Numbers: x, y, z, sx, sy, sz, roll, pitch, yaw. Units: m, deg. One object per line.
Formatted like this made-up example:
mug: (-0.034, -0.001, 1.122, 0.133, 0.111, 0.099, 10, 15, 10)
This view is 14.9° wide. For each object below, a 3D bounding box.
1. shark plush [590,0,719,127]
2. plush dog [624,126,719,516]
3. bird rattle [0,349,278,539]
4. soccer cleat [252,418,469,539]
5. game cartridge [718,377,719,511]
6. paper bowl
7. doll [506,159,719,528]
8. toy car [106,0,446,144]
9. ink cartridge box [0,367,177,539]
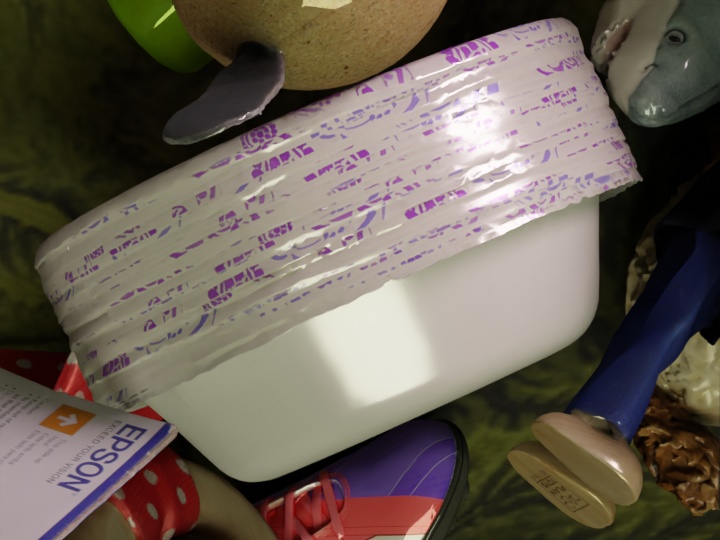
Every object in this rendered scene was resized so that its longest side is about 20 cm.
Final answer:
shark plush: (0.168, -0.096, 0.968, 0.199, 0.083, 0.091, -9, 123, -22)
plush dog: (0.186, 0.016, 1.056, 0.171, 0.160, 0.201, 16, 95, -8)
bird rattle: (-0.081, 0.123, 1.022, 0.112, 0.201, 0.163, -29, 139, 26)
soccer cleat: (-0.040, 0.122, 1.111, 0.073, 0.068, 0.200, 36, 115, -29)
game cartridge: (0.201, 0.019, 0.923, 0.199, 0.041, 0.134, -11, 105, -31)
paper bowl: (0.000, 0.000, 0.925, 0.200, 0.201, 0.105, -24, 87, 6)
doll: (0.125, -0.005, 0.950, 0.048, 0.200, 0.136, 37, 162, 3)
toy car: (-0.028, -0.116, 0.827, 0.164, 0.200, 0.158, -37, 121, 16)
ink cartridge box: (-0.190, 0.080, 0.845, 0.199, 0.200, 0.041, 19, 127, 26)
